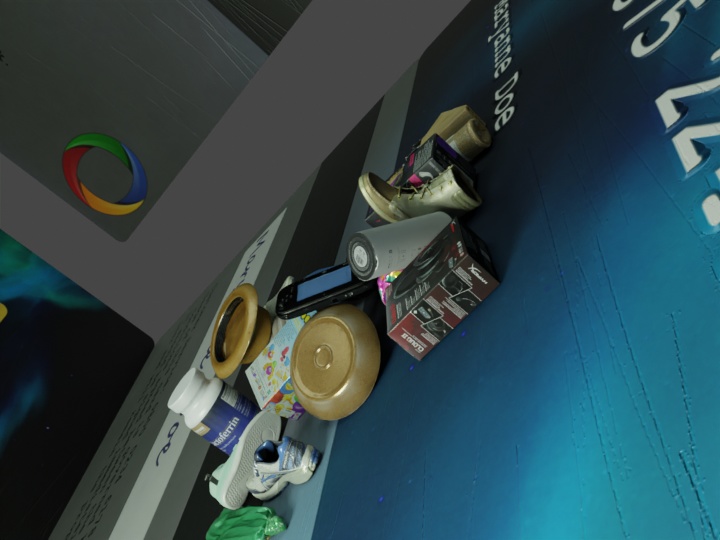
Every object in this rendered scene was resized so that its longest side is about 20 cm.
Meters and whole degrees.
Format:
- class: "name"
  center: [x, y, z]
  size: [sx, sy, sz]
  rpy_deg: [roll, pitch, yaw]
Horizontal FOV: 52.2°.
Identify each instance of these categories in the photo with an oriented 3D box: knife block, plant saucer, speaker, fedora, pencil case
- class: "knife block"
  center: [0.176, -0.274, 1.657]
  size: [0.177, 0.064, 0.199]
  rpy_deg: [-56, 17, -8]
- class: "plant saucer"
  center: [-0.056, 0.153, 1.269]
  size: [0.197, 0.035, 0.205]
  rpy_deg: [-13, 67, 33]
- class: "speaker"
  center: [0.075, -0.044, 1.259]
  size: [0.197, 0.083, 0.081]
  rpy_deg: [-17, -7, -37]
- class: "fedora"
  center: [-0.241, 0.131, 1.526]
  size: [0.200, 0.081, 0.205]
  rpy_deg: [-33, 48, 45]
- class: "pencil case"
  center: [0.066, -0.004, 1.371]
  size: [0.089, 0.088, 0.201]
  rpy_deg: [-47, 17, 14]

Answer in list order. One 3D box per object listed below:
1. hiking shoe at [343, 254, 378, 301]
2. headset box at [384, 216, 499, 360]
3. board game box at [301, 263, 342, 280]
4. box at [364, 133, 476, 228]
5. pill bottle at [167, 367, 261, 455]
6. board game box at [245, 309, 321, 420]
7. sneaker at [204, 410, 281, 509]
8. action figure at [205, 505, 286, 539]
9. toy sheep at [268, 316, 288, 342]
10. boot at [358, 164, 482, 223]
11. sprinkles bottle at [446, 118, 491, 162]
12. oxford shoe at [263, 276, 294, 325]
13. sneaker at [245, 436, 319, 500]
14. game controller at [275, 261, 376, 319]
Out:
- class: "hiking shoe"
  center: [0.000, 0.000, 1.502]
  size: [0.199, 0.077, 0.100]
  rpy_deg: [-40, 18, -35]
- class: "headset box"
  center: [0.117, 0.033, 1.171]
  size: [0.200, 0.077, 0.150]
  rpy_deg: [-45, 18, 20]
- class: "board game box"
  center: [-0.047, 0.031, 1.606]
  size: [0.196, 0.040, 0.158]
  rpy_deg: [-13, 19, 13]
- class: "box"
  center: [0.119, -0.147, 1.448]
  size: [0.200, 0.122, 0.107]
  rpy_deg: [-41, 20, 33]
- class: "pill bottle"
  center: [-0.291, 0.296, 1.517]
  size: [0.116, 0.199, 0.116]
  rpy_deg: [-46, 17, 19]
- class: "board game box"
  center: [-0.110, 0.170, 1.400]
  size: [0.201, 0.102, 0.105]
  rpy_deg: [-48, 45, 14]
- class: "sneaker"
  center: [-0.236, 0.361, 1.448]
  size: [0.117, 0.073, 0.203]
  rpy_deg: [-10, 47, 57]
- class: "action figure"
  center: [-0.191, 0.436, 1.222]
  size: [0.198, 0.055, 0.119]
  rpy_deg: [-29, 27, 40]
- class: "toy sheep"
  center: [-0.117, 0.127, 1.527]
  size: [0.199, 0.137, 0.139]
  rpy_deg: [-40, 20, 31]
- class: "boot"
  center: [0.108, -0.143, 1.339]
  size: [0.154, 0.199, 0.073]
  rpy_deg: [-38, 27, 34]
- class: "sprinkles bottle"
  center: [0.184, -0.231, 1.541]
  size: [0.199, 0.068, 0.069]
  rpy_deg: [-38, 21, 39]
- class: "oxford shoe"
  center: [-0.197, 0.099, 1.597]
  size: [0.203, 0.057, 0.075]
  rpy_deg: [-64, -4, 18]
- class: "sneaker"
  center: [-0.152, 0.332, 1.274]
  size: [0.199, 0.085, 0.078]
  rpy_deg: [-39, 21, 41]
- class: "game controller"
  center: [-0.063, 0.029, 1.340]
  size: [0.196, 0.043, 0.105]
  rpy_deg: [-21, 35, 8]
